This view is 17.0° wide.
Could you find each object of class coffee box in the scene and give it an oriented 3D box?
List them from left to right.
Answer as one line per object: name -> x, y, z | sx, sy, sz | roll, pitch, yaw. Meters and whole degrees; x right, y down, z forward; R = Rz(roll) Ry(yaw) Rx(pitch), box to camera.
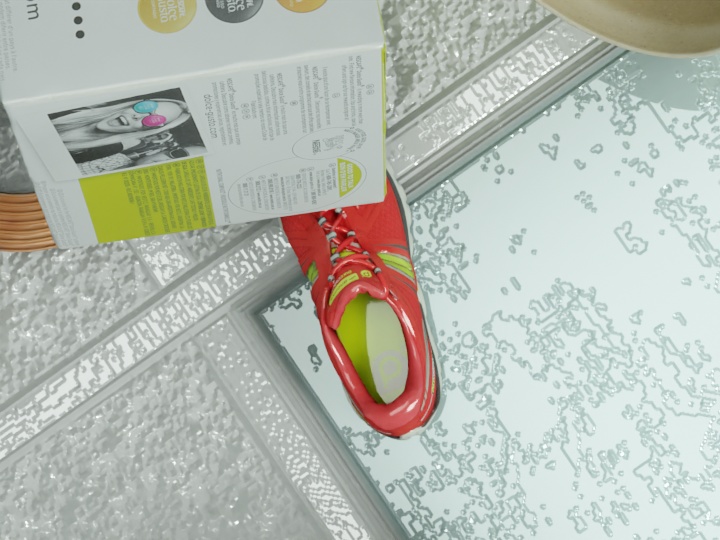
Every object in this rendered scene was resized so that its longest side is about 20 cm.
coffee box -> -0.093, -0.150, 1.304 | 0.197, 0.200, 0.201 | -9, 68, -2

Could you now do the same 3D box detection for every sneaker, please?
sneaker -> 0.000, 0.000, 1.382 | 0.077, 0.085, 0.201 | -22, 86, 5

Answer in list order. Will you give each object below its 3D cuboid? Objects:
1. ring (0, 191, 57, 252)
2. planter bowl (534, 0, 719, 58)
ring -> -0.204, -0.111, 1.443 | 0.199, 0.019, 0.202 | 0, 90, 6
planter bowl -> 0.154, -0.227, 1.238 | 0.200, 0.200, 0.135 | 35, 66, 6
